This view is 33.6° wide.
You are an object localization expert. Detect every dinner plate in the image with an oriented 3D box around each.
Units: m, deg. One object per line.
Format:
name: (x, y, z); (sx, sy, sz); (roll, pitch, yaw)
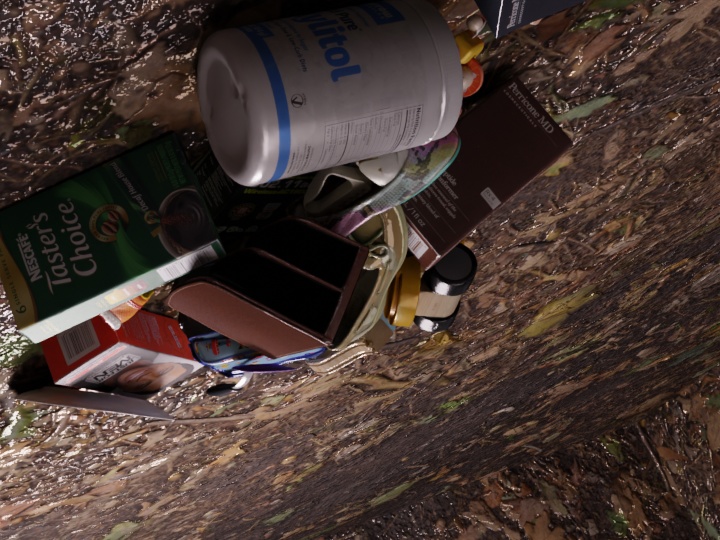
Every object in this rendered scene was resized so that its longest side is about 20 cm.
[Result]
dinner plate: (-0.329, 0.164, 1.485); (0.198, 0.024, 0.200); (8, 171, 1)

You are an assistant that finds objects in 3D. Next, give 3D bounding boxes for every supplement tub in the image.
supplement tub: (-0.028, -0.155, 1.021); (0.199, 0.133, 0.132); (-17, 158, -25)

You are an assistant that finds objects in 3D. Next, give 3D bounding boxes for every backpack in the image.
backpack: (-0.112, 0.047, 1.394); (0.181, 0.136, 0.200); (-14, 166, 2)

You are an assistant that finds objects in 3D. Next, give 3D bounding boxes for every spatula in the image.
spatula: (-0.136, 0.124, 1.345); (0.056, 0.021, 0.200); (-2, 165, -28)

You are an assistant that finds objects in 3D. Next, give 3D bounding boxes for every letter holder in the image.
letter holder: (-0.101, 0.008, 1.173); (0.141, 0.101, 0.200); (26, 164, -14)

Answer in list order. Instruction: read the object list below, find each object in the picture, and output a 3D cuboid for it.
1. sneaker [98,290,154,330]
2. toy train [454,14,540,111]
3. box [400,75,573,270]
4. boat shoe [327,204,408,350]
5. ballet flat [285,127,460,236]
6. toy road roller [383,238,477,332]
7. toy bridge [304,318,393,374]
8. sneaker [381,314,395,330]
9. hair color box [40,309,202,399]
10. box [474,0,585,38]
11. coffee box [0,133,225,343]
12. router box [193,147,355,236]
sneaker: (-0.269, -0.003, 1.224); (0.077, 0.073, 0.200); (-46, 165, -8)
toy train: (0.109, -0.196, 1.124); (0.150, 0.056, 0.200); (-43, 175, -34)
box: (0.117, -0.103, 1.266); (0.200, 0.100, 0.075); (-40, 177, -16)
boat shoe: (-0.002, -0.001, 1.246); (0.063, 0.073, 0.201); (-47, 161, -44)
ballet flat: (0.003, -0.086, 1.134); (0.071, 0.070, 0.199); (29, 133, -34)
toy road roller: (0.049, -0.034, 1.362); (0.145, 0.201, 0.123); (4, 150, -8)
toy bridge: (-0.029, 0.092, 1.407); (0.067, 0.027, 0.200); (-48, -165, -20)
sneaker: (-0.049, 0.064, 1.530); (0.198, 0.083, 0.074); (-6, 162, 13)
hair color box: (-0.282, 0.099, 1.437); (0.101, 0.062, 0.200); (-31, 160, 14)
box: (0.171, -0.305, 0.929); (0.181, 0.105, 0.200); (-23, 159, -9)
coffee box: (-0.236, -0.030, 1.094); (0.199, 0.124, 0.044); (-24, 161, -1)
router box: (-0.064, -0.101, 1.207); (0.199, 0.062, 0.150); (-5, 150, -44)
